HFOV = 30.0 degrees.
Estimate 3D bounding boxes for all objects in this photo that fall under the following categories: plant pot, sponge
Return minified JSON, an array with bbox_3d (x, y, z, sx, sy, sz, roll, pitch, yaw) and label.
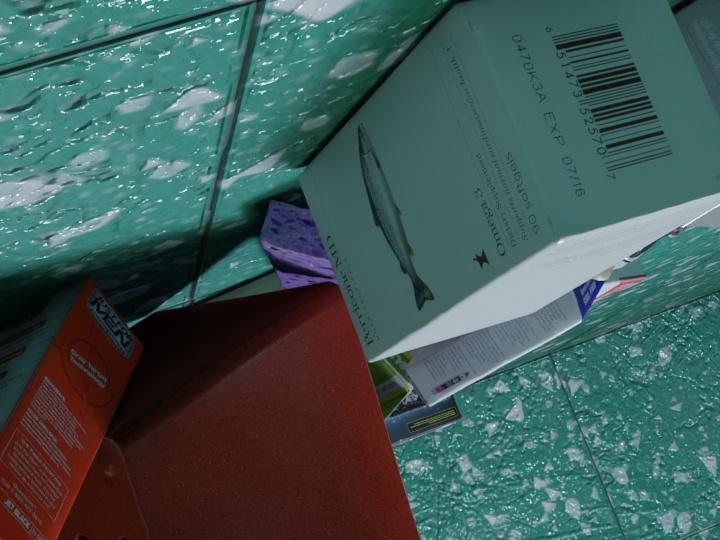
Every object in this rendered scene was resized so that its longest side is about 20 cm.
[{"bbox_3d":[-0.108,0.137,0.847,0.199,0.201,0.176,-10,-171,43],"label":"plant pot"},{"bbox_3d":[0.000,0.000,0.868,0.111,0.030,0.200,12,172,3],"label":"sponge"}]

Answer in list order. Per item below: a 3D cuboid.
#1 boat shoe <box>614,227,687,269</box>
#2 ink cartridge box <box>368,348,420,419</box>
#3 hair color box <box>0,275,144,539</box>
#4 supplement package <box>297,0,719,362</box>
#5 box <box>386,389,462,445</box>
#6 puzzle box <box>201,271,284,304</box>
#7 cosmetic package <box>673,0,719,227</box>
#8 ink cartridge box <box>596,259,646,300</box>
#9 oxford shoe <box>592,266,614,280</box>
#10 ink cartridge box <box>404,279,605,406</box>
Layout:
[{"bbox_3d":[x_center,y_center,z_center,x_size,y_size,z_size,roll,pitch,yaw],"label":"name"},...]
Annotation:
[{"bbox_3d":[0.208,-0.054,0.912,0.071,0.072,0.200,-19,-164,31],"label":"boat shoe"},{"bbox_3d":[-0.019,0.097,1.139,0.200,0.076,0.148,-47,-173,-37],"label":"ink cartridge box"},{"bbox_3d":[-0.196,0.094,0.728,0.101,0.061,0.200,-25,-155,22],"label":"hair color box"},{"bbox_3d":[0.070,-0.045,0.672,0.117,0.117,0.200,-17,168,-28],"label":"supplement package"},{"bbox_3d":[-0.013,0.110,1.276,0.199,0.137,0.038,-15,169,-31],"label":"box"},{"bbox_3d":[-0.029,0.011,1.037,0.199,0.026,0.133,-23,170,11],"label":"puzzle box"},{"bbox_3d":[0.221,-0.087,0.793,0.090,0.107,0.200,-31,169,22],"label":"cosmetic package"},{"bbox_3d":[0.143,0.014,1.248,0.199,0.084,0.145,-27,169,29],"label":"ink cartridge box"},{"bbox_3d":[0.107,-0.035,0.816,0.070,0.074,0.200,7,-176,-10],"label":"oxford shoe"},{"bbox_3d":[0.148,0.012,1.047,0.200,0.043,0.196,-31,-174,29],"label":"ink cartridge box"}]
